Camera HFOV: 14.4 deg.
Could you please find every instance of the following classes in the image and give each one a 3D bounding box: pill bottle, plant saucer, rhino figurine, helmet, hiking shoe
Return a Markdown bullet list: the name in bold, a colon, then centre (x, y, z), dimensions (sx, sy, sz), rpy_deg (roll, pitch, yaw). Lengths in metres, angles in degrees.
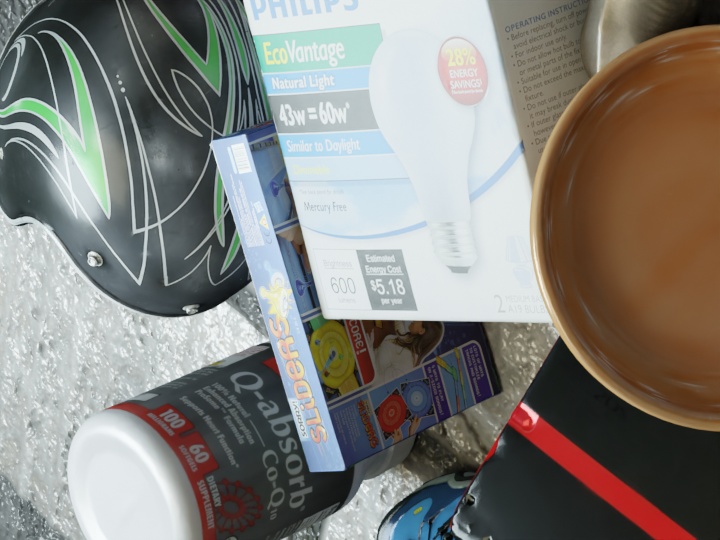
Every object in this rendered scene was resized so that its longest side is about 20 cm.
- **pill bottle**: centre (-0.068, 0.109, 1.731), dimensions (0.116, 0.200, 0.116), rpy_deg (24, 125, 40)
- **plant saucer**: centre (0.179, -0.020, 1.419), dimensions (0.037, 0.200, 0.201), rpy_deg (165, 83, -80)
- **rhino figurine**: centre (0.151, -0.175, 1.436), dimensions (0.060, 0.087, 0.201), rpy_deg (25, 124, 43)
- **helmet**: centre (-0.118, -0.080, 1.709), dimensions (0.191, 0.200, 0.201), rpy_deg (28, 128, 50)
- **hiking shoe**: centre (0.068, 0.165, 1.693), dimensions (0.200, 0.087, 0.075), rpy_deg (-5, 103, 49)

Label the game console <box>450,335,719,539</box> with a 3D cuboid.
- **game console**: centre (0.160, 0.126, 1.561), dimensions (0.200, 0.031, 0.177), rpy_deg (38, 107, 31)

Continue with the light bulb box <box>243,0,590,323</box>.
- **light bulb box**: centre (0.061, -0.085, 1.554), dimensions (0.198, 0.125, 0.201), rpy_deg (-1, 108, 48)

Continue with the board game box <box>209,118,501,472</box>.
- **board game box**: centre (0.000, 0.000, 1.655), dimensions (0.034, 0.135, 0.201), rpy_deg (-8, 101, 49)
